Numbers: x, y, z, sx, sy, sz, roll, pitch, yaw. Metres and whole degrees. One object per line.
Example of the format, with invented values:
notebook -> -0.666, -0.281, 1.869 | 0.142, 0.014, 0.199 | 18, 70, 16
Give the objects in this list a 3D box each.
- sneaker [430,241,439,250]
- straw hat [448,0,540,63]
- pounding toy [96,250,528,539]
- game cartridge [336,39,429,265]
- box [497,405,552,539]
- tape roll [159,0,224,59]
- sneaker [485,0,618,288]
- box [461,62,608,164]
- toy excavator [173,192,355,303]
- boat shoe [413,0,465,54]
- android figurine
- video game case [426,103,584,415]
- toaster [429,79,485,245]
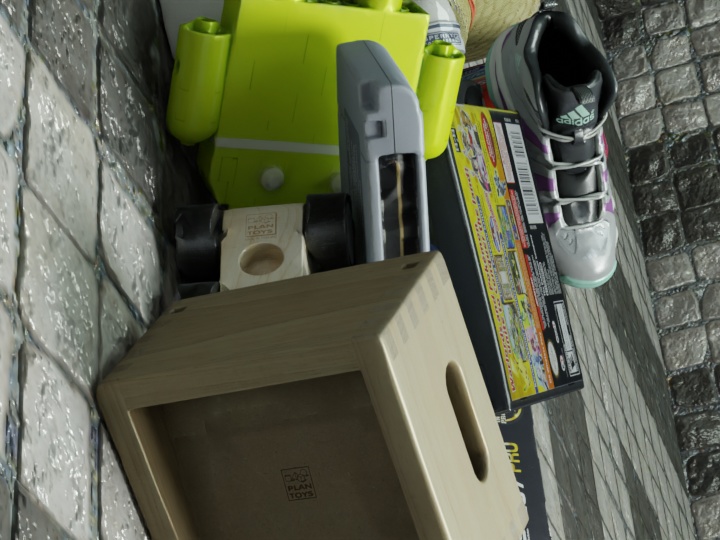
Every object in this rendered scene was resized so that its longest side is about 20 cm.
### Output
sneaker -> 0.000, 0.000, 1.414 | 0.199, 0.080, 0.116 | 109, -39, -73
straw hat -> 0.039, -0.195, 1.610 | 0.201, 0.200, 0.085 | 62, 27, -45
pounding toy -> -0.020, 0.106, 1.070 | 0.142, 0.183, 0.201 | -52, 127, -59
game cartridge -> 0.013, -0.025, 1.199 | 0.133, 0.040, 0.201 | -122, -153, -68
box -> 0.080, 0.193, 1.438 | 0.200, 0.049, 0.162 | 109, -21, -52
tape roll -> -0.065, -0.158, 1.356 | 0.202, 0.070, 0.204 | -14, 90, -77
sneaker -> 0.146, -0.091, 1.471 | 0.140, 0.077, 0.201 | 136, -63, -74
box -> 0.086, -0.101, 1.637 | 0.096, 0.199, 0.100 | -65, 139, -68
toy excavator -> -0.045, 0.037, 1.225 | 0.195, 0.099, 0.201 | -92, 176, -47
boat shoe -> 0.004, -0.168, 1.481 | 0.202, 0.074, 0.087 | 155, -76, -65
android figurine -> -0.029, -0.102, 1.253 | 0.041, 0.181, 0.201 | -133, -128, -60
video game case -> 0.091, -0.010, 1.379 | 0.181, 0.025, 0.201 | -5, 81, -69
toaster -> 0.045, -0.037, 1.535 | 0.114, 0.128, 0.201 | -84, 160, -53
